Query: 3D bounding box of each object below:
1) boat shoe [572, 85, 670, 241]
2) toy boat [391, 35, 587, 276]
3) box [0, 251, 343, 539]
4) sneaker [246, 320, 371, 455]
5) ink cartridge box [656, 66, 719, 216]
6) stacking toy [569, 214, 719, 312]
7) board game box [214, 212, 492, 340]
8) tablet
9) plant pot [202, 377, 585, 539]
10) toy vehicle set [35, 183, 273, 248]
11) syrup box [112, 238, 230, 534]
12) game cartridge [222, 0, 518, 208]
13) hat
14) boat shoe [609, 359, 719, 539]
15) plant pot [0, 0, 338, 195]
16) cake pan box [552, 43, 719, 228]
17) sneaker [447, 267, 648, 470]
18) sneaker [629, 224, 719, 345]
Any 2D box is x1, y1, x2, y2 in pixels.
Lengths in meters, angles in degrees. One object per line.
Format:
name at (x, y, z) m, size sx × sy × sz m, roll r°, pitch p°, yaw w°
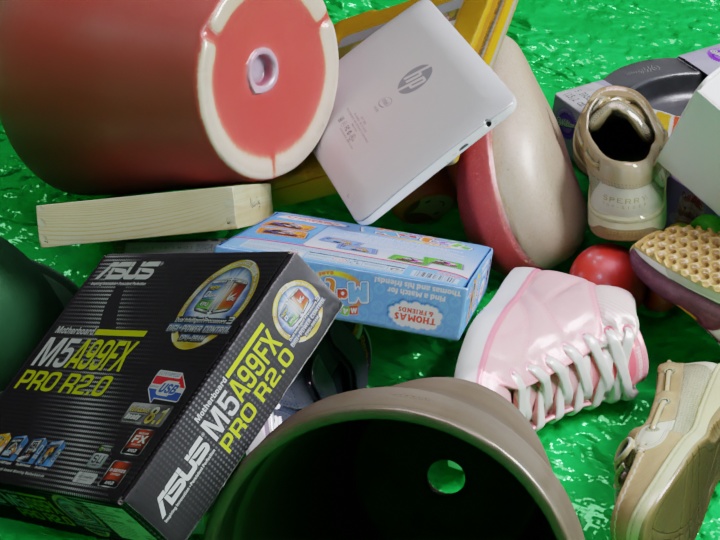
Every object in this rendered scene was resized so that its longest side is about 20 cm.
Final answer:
boat shoe at (0.185, -0.092, 1.466) m, size 0.072 × 0.065 × 0.200 m, roll 0°, pitch 28°, yaw 6°
toy boat at (0.080, -0.071, 1.490) m, size 0.130 × 0.131 × 0.200 m, roll -25°, pitch 33°, yaw 11°
box at (-0.119, 0.064, 1.112) m, size 0.200 × 0.044 × 0.161 m, roll 1°, pitch 51°, yaw 54°
sneaker at (-0.032, 0.067, 1.286) m, size 0.079 × 0.079 × 0.200 m, roll -1°, pitch 33°, yaw 1°
ink cartridge box at (0.320, -0.064, 1.375) m, size 0.200 × 0.086 × 0.147 m, roll 43°, pitch 53°, yaw 16°
stacking toy at (0.237, -0.004, 1.436) m, size 0.199 × 0.086 × 0.086 m, roll -12°, pitch 37°, yaw -12°
board game box at (0.000, 0.000, 1.302) m, size 0.150 × 0.037 × 0.200 m, roll 10°, pitch 9°, yaw 7°
tablet at (0.023, -0.112, 1.414) m, size 0.130 × 0.014 × 0.200 m, roll -38°, pitch 32°, yaw 4°
plant pot at (0.031, 0.138, 1.116) m, size 0.199 × 0.201 × 0.174 m, roll 11°, pitch 19°, yaw 9°
toy vehicle set at (-0.129, -0.037, 1.365) m, size 0.123 × 0.027 × 0.200 m, roll -5°, pitch 3°, yaw 4°
syrup box at (-0.117, 0.068, 1.271) m, size 0.078 × 0.082 × 0.200 m, roll -1°, pitch 36°, yaw 0°
game cartridge at (0.005, -0.126, 1.489) m, size 0.199 × 0.032 × 0.177 m, roll -12°, pitch 41°, yaw 35°
hat at (-0.254, -0.024, 1.302) m, size 0.165 × 0.177 × 0.200 m, roll 9°, pitch 34°, yaw 6°
boat shoe at (0.181, 0.112, 1.259) m, size 0.063 × 0.074 × 0.201 m, roll 11°, pitch 31°, yaw 21°
plant pot at (-0.125, -0.142, 1.434) m, size 0.177 × 0.202 × 0.200 m, roll 11°, pitch 31°, yaw 39°
cake pan box at (0.269, -0.096, 1.587) m, size 0.183 × 0.053 × 0.200 m, roll -16°, pitch 39°, yaw -31°
sneaker at (0.123, 0.062, 1.314) m, size 0.104 × 0.076 × 0.200 m, roll 10°, pitch 30°, yaw 17°
sneaker at (0.254, 0.044, 1.345) m, size 0.199 × 0.091 × 0.075 m, roll 29°, pitch 38°, yaw 32°
